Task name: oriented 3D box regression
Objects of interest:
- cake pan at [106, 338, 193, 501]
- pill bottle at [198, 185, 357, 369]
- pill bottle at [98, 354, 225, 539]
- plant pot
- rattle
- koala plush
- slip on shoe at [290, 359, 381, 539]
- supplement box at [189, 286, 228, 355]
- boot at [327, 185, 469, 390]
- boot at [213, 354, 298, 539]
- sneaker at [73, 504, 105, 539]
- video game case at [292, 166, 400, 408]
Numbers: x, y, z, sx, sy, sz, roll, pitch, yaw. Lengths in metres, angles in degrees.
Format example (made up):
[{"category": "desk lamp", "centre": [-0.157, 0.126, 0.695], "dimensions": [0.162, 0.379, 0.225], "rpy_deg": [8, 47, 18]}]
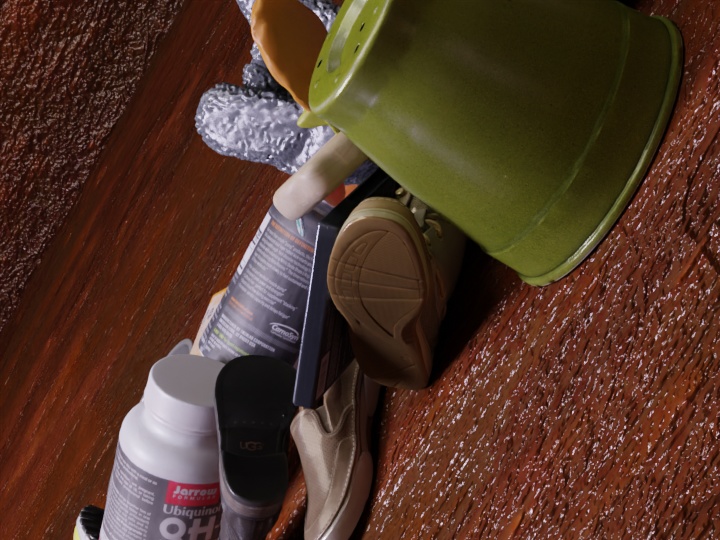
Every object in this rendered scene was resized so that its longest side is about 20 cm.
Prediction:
[{"category": "cake pan", "centre": [-0.209, 0.170, 2.088], "dimensions": [0.201, 0.037, 0.201], "rpy_deg": [-56, 17, 27]}, {"category": "pill bottle", "centre": [-0.050, 0.005, 1.694], "dimensions": [0.201, 0.106, 0.106], "rpy_deg": [-61, 15, 11]}, {"category": "pill bottle", "centre": [-0.155, 0.175, 1.670], "dimensions": [0.111, 0.110, 0.201], "rpy_deg": [-94, 16, -62]}, {"category": "plant pot", "centre": [0.076, -0.120, 1.308], "dimensions": [0.201, 0.192, 0.201], "rpy_deg": [-56, 17, 28]}, {"category": "rattle", "centre": [-0.049, -0.108, 1.454], "dimensions": [0.131, 0.143, 0.200], "rpy_deg": [-60, 7, -4]}, {"category": "koala plush", "centre": [-0.003, -0.165, 1.636], "dimensions": [0.200, 0.183, 0.178], "rpy_deg": [-31, -36, -60]}, {"category": "slip on shoe", "centre": [-0.026, 0.130, 1.498], "dimensions": [0.076, 0.060, 0.201], "rpy_deg": [-49, 22, 45]}, {"category": "supplement box", "centre": [-0.123, 0.111, 1.827], "dimensions": [0.126, 0.073, 0.201], "rpy_deg": [-31, 36, 65]}, {"category": "boot", "centre": [0.037, -0.027, 1.412], "dimensions": [0.200, 0.072, 0.156], "rpy_deg": [76, -151, -54]}, {"category": "boot", "centre": [-0.095, 0.184, 1.572], "dimensions": [0.200, 0.069, 0.175], "rpy_deg": [-86, 6, -52]}, {"category": "sneaker", "centre": [-0.261, 0.308, 1.972], "dimensions": [0.091, 0.078, 0.200], "rpy_deg": [-62, 15, 18]}, {"category": "video game case", "centre": [0.000, 0.000, 1.474], "dimensions": [0.200, 0.019, 0.143], "rpy_deg": [-48, -31, -63]}]
